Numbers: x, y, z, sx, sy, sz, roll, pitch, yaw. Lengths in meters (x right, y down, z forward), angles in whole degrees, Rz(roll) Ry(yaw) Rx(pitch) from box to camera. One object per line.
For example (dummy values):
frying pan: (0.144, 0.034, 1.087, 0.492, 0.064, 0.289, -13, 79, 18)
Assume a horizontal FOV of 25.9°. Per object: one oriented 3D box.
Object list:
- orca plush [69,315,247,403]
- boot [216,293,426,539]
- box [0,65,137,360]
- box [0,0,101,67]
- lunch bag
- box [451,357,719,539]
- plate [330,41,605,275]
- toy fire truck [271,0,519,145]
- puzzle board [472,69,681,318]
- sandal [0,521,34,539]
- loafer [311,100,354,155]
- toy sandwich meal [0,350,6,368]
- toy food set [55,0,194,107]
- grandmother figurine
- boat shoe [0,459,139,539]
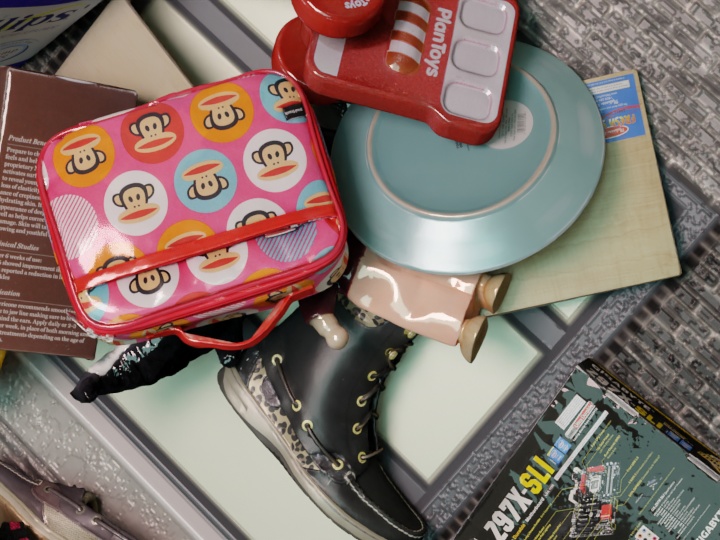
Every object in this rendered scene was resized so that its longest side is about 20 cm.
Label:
orca plush: (-0.123, 0.045, 1.177, 0.071, 0.200, 0.106, 41, 148, 22)
boot: (0.006, 0.099, 1.176, 0.204, 0.073, 0.154, 45, 104, 9)
box: (-0.234, -0.042, 1.145, 0.075, 0.099, 0.202, 19, 99, 60)
box: (-0.306, -0.216, 1.163, 0.199, 0.183, 0.106, -24, 86, 48)
lunch bag: (-0.110, -0.029, 1.069, 0.198, 0.082, 0.178, -17, 77, -3)
box: (0.168, 0.192, 1.138, 0.159, 0.049, 0.201, 37, 106, 15)
plate: (0.072, -0.089, 1.102, 0.198, 0.026, 0.202, -7, 58, 11)
toy fire truck: (0.034, -0.194, 1.108, 0.166, 0.112, 0.202, 16, 63, -5)
puzzle board: (0.118, -0.049, 1.133, 0.198, 0.017, 0.152, -12, 85, 9)
sandal: (-0.270, 0.238, 1.250, 0.045, 0.201, 0.075, -39, 55, -18)
loafer: (-0.031, -0.098, 1.174, 0.071, 0.063, 0.202, 7, 97, 21)
toy sandwich meal: (-0.309, 0.014, 1.262, 0.204, 0.070, 0.207, -25, 53, 38)
toy food set: (-0.168, -0.102, 1.211, 0.144, 0.060, 0.200, -47, 68, 20)
grandmother figurine: (0.000, 0.000, 1.119, 0.199, 0.061, 0.122, 24, 64, 13)
boat shoe: (-0.240, 0.208, 1.277, 0.199, 0.065, 0.072, 30, 146, 33)
